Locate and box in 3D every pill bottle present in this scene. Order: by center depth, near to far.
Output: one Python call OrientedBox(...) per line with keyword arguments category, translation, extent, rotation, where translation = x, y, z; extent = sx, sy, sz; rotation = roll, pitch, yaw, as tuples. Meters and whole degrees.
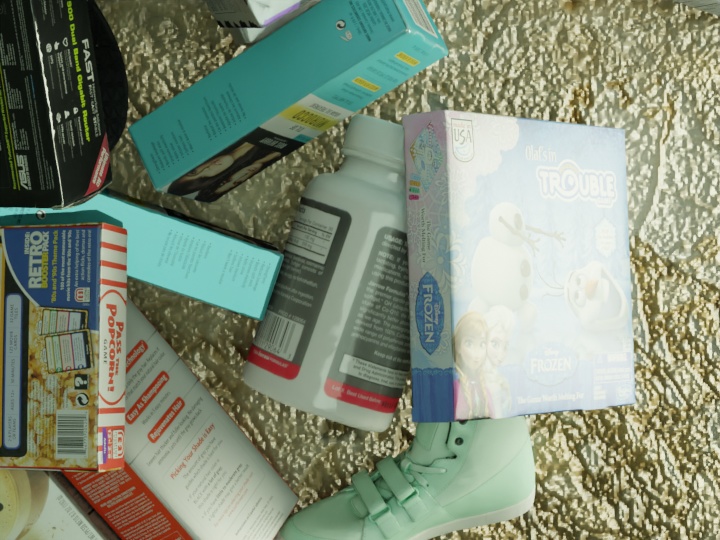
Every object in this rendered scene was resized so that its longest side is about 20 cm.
OrientedBox(category="pill bottle", translation=(0.000, 0.000, 1.121), extent=(0.110, 0.111, 0.202), rotation=(19, 91, -12))

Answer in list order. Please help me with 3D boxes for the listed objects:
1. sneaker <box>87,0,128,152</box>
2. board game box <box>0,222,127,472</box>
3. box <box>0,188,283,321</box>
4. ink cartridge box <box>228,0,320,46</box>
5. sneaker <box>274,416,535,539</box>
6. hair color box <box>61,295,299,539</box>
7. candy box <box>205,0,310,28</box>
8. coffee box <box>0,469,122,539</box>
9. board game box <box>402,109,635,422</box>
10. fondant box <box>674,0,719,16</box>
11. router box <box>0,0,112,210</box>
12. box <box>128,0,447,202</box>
OrientedBox(category="sneaker", translation=(-0.218, -0.160, 1.046), extent=(0.082, 0.072, 0.201), rotation=(-18, 99, 26))
OrientedBox(category="board game box", translation=(-0.247, 0.048, 1.024), extent=(0.198, 0.046, 0.153), rotation=(0, 86, 13))
OrientedBox(category="box", translation=(-0.156, -0.024, 1.105), extent=(0.198, 0.082, 0.050), rotation=(19, 93, -12))
OrientedBox(category="ink cartridge box", translation=(-0.054, -0.269, 1.097), extent=(0.147, 0.086, 0.201), rotation=(-23, 101, -7))
OrientedBox(category="sneaker", translation=(0.028, 0.134, 1.145), extent=(0.199, 0.074, 0.119), rotation=(-16, 121, -18))
OrientedBox(category="hair color box", translation=(-0.141, 0.122, 1.110), extent=(0.061, 0.102, 0.200), rotation=(-30, 104, 38))
OrientedBox(category="candy box", translation=(-0.018, -0.213, 0.965), extent=(0.167, 0.200, 0.072), rotation=(-31, 103, -6))
OrientedBox(category="coffee box", translation=(-0.233, 0.184, 1.099), extent=(0.113, 0.080, 0.200), rotation=(-40, 90, -4))
OrientedBox(category="board game box", translation=(0.112, -0.002, 1.111), extent=(0.199, 0.043, 0.201), rotation=(-1, 87, -45))
OrientedBox(category="fondant box", translation=(0.311, -0.248, 1.180), extent=(0.198, 0.058, 0.145), rotation=(17, 93, -12))
OrientedBox(category="router box", translation=(-0.240, -0.139, 0.986), extent=(0.149, 0.062, 0.202), rotation=(2, 108, 23))
OrientedBox(category="box", translation=(-0.047, -0.118, 1.070), extent=(0.199, 0.082, 0.049), rotation=(-31, 76, 17))
